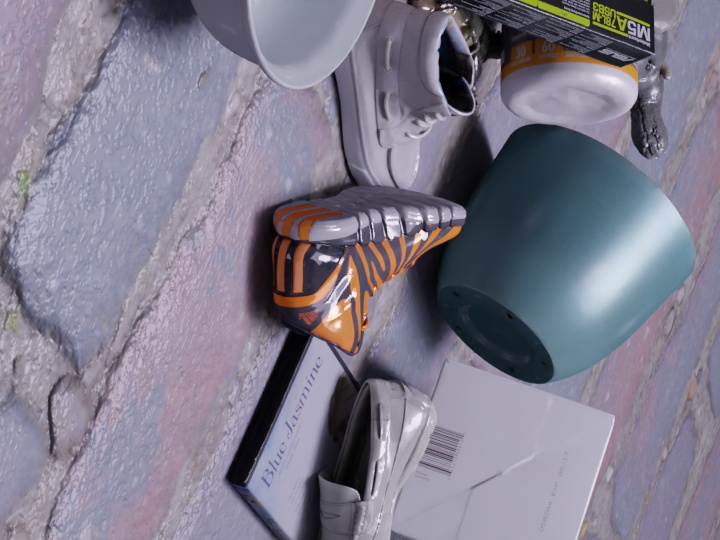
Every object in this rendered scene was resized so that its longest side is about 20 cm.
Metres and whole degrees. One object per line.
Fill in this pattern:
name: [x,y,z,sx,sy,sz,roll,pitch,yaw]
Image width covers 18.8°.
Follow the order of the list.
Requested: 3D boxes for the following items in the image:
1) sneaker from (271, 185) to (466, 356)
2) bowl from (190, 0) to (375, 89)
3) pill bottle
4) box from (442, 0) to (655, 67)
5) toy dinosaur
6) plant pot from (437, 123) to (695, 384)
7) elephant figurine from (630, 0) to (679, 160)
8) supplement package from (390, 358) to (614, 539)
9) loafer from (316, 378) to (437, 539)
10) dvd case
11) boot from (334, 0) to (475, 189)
sneaker: [0.000,0.000,1.648,0.200,0.078,0.112,-10,112,-46]
bowl: [-0.060,-0.221,1.381,0.201,0.090,0.201,-42,139,-51]
pill bottle: [0.175,-0.231,1.827,0.116,0.116,0.200,39,50,-64]
box: [0.150,-0.277,1.709,0.200,0.048,0.193,14,72,-39]
toy dinosaur: [0.089,-0.175,1.800,0.200,0.047,0.088,17,81,-70]
plant pot: [0.162,-0.001,1.882,0.161,0.201,0.201,-50,147,-23]
elephant figurine: [0.238,-0.231,1.972,0.142,0.155,0.200,108,0,-58]
supplement package: [0.112,0.185,1.844,0.200,0.151,0.152,95,14,-76]
loafer: [-0.007,0.180,1.727,0.070,0.070,0.200,22,87,-31]
dvd case: [-0.039,0.141,1.721,0.143,0.018,0.200,-66,154,-20]
boot: [0.040,-0.122,1.652,0.074,0.096,0.200,-60,152,-32]
